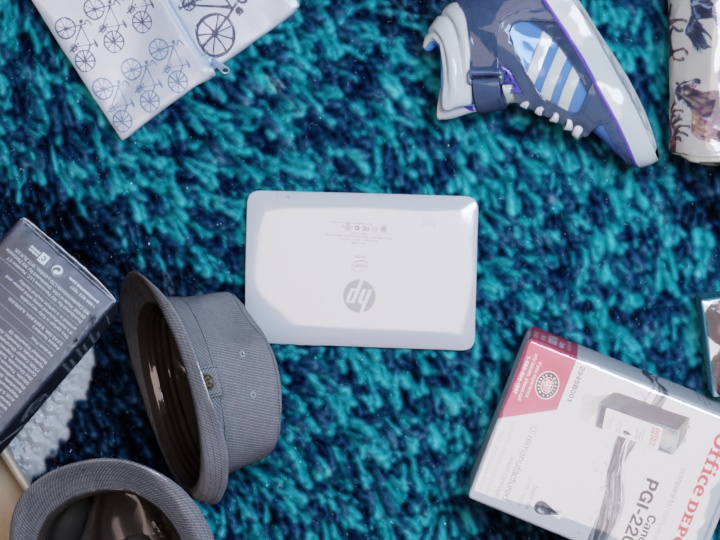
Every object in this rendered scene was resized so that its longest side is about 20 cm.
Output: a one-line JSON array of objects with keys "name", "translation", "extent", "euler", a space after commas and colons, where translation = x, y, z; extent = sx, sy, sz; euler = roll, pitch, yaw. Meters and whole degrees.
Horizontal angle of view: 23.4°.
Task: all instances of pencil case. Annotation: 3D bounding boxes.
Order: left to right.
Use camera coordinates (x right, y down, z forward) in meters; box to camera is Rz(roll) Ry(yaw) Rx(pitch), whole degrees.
[{"name": "pencil case", "translation": [0.288, -0.186, 1.401], "extent": [0.077, 0.089, 0.202], "euler": [1, 94, 35]}]

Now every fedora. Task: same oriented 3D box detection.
[{"name": "fedora", "translation": [-0.199, 0.241, 1.470], "extent": [0.175, 0.090, 0.202], "euler": [-19, 100, 10]}, {"name": "fedora", "translation": [-0.124, 0.088, 1.443], "extent": [0.089, 0.177, 0.202], "euler": [-15, 73, -22]}]

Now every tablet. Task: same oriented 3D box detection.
[{"name": "tablet", "translation": [0.000, 0.000, 1.478], "extent": [0.198, 0.014, 0.132], "euler": [2, 94, 7]}]

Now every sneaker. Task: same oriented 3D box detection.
[{"name": "sneaker", "translation": [0.138, -0.144, 1.425], "extent": [0.146, 0.081, 0.201], "euler": [-31, 93, 16]}]

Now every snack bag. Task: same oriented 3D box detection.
[{"name": "snack bag", "translation": [-0.173, -0.242, 1.477], "extent": [0.199, 0.021, 0.190], "euler": [-32, 89, 8]}]

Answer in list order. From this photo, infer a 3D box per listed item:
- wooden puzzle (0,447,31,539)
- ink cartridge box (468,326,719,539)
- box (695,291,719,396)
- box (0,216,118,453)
[{"name": "wooden puzzle", "translation": [-0.390, 0.193, 1.528], "extent": [0.199, 0.037, 0.186], "euler": [-33, 90, 12]}, {"name": "ink cartridge box", "translation": [0.205, 0.152, 1.430], "extent": [0.198, 0.085, 0.147], "euler": [21, 96, 3]}, {"name": "box", "translation": [0.379, 0.048, 1.419], "extent": [0.198, 0.049, 0.083], "euler": [-8, 93, 7]}, {"name": "box", "translation": [-0.299, 0.071, 1.424], "extent": [0.104, 0.148, 0.200], "euler": [41, 80, -2]}]
